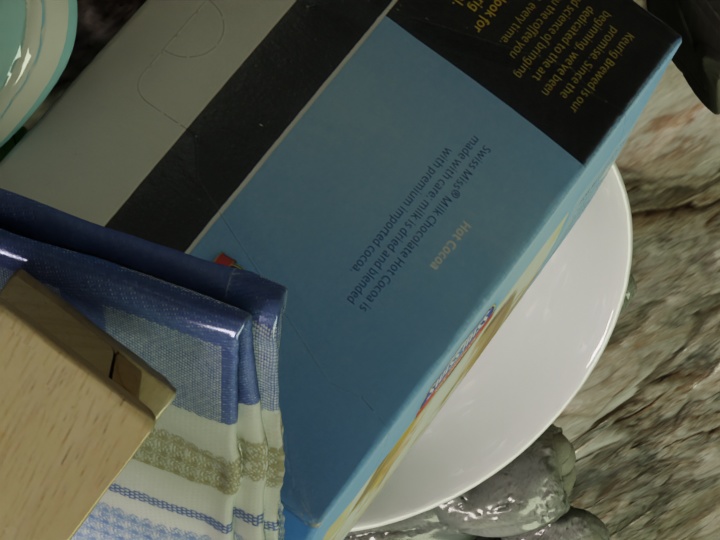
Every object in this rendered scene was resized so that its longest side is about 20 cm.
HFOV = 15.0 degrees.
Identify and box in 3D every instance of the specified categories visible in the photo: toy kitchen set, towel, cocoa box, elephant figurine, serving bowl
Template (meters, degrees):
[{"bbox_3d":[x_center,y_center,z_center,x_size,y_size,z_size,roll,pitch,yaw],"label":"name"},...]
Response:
[{"bbox_3d":[-0.070,0.128,0.601,0.200,0.180,0.163,-53,-174,1],"label":"toy kitchen set"},{"bbox_3d":[-0.084,0.037,0.678,0.200,0.146,0.024,92,19,-58],"label":"towel"},{"bbox_3d":[-0.021,-0.009,0.801,0.200,0.131,0.134,-52,174,-28],"label":"cocoa box"},{"bbox_3d":[0.044,0.057,1.282,0.141,0.201,0.155,-20,140,24],"label":"elephant figurine"},{"bbox_3d":[0.000,0.000,1.022,0.199,0.066,0.201,-15,129,-20],"label":"serving bowl"}]

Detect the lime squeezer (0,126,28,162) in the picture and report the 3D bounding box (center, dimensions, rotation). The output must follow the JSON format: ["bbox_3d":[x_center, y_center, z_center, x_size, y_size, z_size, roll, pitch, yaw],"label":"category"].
[{"bbox_3d":[-0.126,-0.021,0.854,0.071,0.038,0.200,-40,163,23],"label":"lime squeezer"}]

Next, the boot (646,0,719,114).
[{"bbox_3d":[0.191,-0.136,1.065,0.150,0.073,0.200,-32,168,-3],"label":"boot"}]

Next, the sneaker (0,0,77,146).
[{"bbox_3d":[-0.173,-0.022,0.695,0.200,0.080,0.130,-50,161,18],"label":"sneaker"}]
